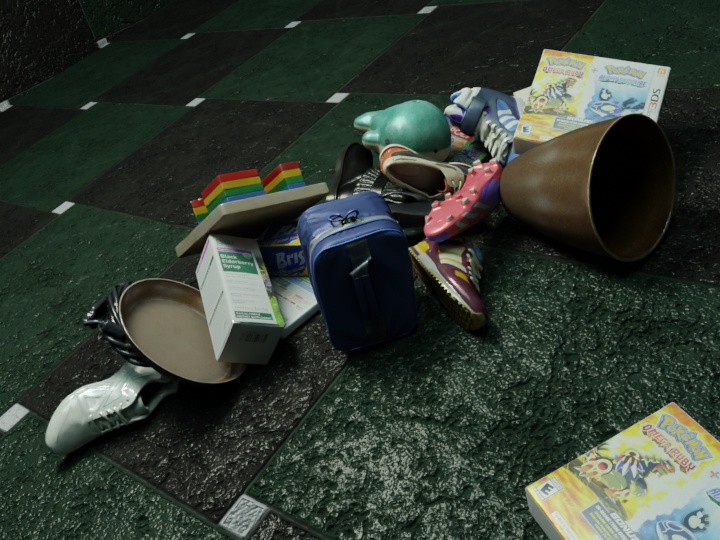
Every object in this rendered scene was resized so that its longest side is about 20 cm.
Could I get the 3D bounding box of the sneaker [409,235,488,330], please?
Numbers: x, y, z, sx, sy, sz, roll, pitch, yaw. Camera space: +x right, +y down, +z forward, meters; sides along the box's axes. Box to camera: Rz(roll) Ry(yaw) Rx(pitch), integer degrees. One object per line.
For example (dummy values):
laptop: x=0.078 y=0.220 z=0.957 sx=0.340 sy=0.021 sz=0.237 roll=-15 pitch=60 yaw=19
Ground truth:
sneaker: x=0.139 y=0.001 z=0.983 sx=0.089 sy=0.075 sz=0.200 roll=-29 pitch=37 yaw=-5

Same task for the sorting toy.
sorting toy: x=-0.186 y=-0.104 z=1.154 sx=0.199 sy=0.070 sz=0.198 roll=-18 pitch=-7 yaw=-38

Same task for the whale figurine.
whale figurine: x=0.070 y=-0.249 z=1.219 sx=0.158 sy=0.105 sz=0.200 roll=-15 pitch=34 yaw=-29

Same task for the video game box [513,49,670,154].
video game box: x=0.356 y=-0.246 z=1.092 sx=0.198 sy=0.047 sz=0.184 roll=15 pitch=65 yaw=19

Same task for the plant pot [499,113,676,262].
plant pot: x=0.296 y=-0.114 z=0.990 sx=0.187 sy=0.188 sz=0.199 roll=-40 pitch=25 yaw=-25

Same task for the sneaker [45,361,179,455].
sneaker: x=-0.343 y=0.187 z=0.988 sx=0.200 sy=0.071 sz=0.080 roll=-38 pitch=41 yaw=-24

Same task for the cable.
cable: x=-0.307 y=0.078 z=1.051 sx=0.162 sy=0.051 sz=0.200 roll=27 pitch=13 yaw=-4

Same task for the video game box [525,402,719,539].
video game box: x=0.278 y=0.232 z=0.634 sx=0.181 sy=0.047 sz=0.200 roll=-25 pitch=35 yaw=-10

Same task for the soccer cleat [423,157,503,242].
soccer cleat: x=0.160 y=-0.090 z=1.035 sx=0.066 sy=0.077 sz=0.200 roll=-1 pitch=35 yaw=40

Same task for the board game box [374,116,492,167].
board game box: x=0.140 y=-0.225 z=1.284 sx=0.199 sy=0.029 sz=0.135 roll=28 pitch=58 yaw=31

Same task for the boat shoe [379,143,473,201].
boat shoe: x=0.122 y=-0.141 z=1.117 sx=0.198 sy=0.072 sz=0.063 roll=20 pitch=23 yaw=-14

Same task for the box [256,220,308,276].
box: x=-0.063 y=-0.037 z=1.115 sx=0.198 sy=0.065 sz=0.070 roll=-2 pitch=39 yaw=26

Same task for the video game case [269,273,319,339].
video game case: x=-0.088 y=0.018 z=1.126 sx=0.199 sy=0.018 sz=0.143 roll=-39 pitch=38 yaw=-23

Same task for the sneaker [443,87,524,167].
sneaker: x=0.210 y=-0.232 z=1.192 sx=0.144 sy=0.081 sz=0.202 roll=6 pitch=49 yaw=-9

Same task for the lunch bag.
lunch bag: x=0.000 y=0.000 z=0.947 sx=0.134 sy=0.202 sz=0.133 roll=-18 pitch=37 yaw=-6

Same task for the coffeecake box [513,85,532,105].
coffeecake box: x=0.371 y=-0.264 z=1.216 sx=0.152 sy=0.074 sz=0.201 roll=-19 pitch=35 yaw=2

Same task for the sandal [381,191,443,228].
sandal: x=0.083 y=-0.097 z=1.115 sx=0.197 sy=0.076 sz=0.043 roll=0 pitch=73 yaw=-6

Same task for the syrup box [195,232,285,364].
syrup box: x=-0.181 y=0.038 z=1.042 sx=0.078 sy=0.082 sz=0.201 roll=8 pitch=37 yaw=-29

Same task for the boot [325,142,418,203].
boot: x=0.036 y=-0.161 z=1.246 sx=0.156 sy=0.080 sz=0.213 roll=-8 pitch=42 yaw=21

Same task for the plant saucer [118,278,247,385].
plant saucer: x=-0.250 y=0.091 z=1.000 sx=0.032 sy=0.199 sz=0.201 roll=-51 pitch=26 yaw=25
